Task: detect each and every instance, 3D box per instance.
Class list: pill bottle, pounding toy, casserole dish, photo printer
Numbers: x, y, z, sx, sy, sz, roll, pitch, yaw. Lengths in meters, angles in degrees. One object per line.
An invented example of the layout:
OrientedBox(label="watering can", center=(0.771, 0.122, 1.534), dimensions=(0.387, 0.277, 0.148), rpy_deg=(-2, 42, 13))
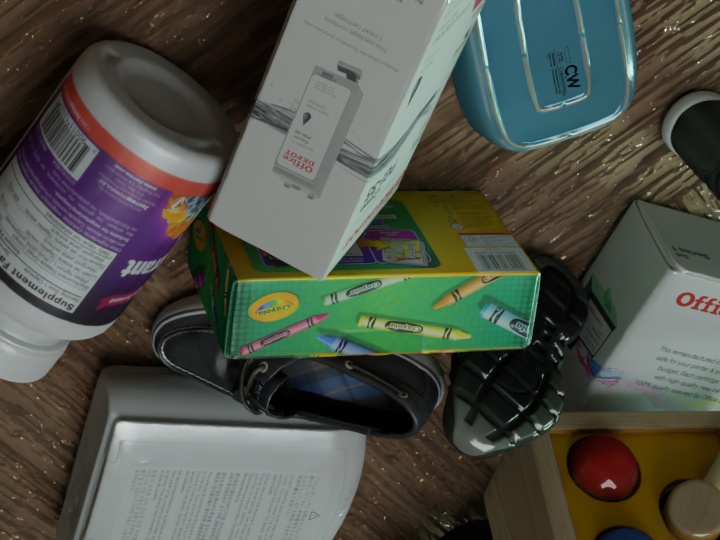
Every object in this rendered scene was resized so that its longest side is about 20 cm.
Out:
OrientedBox(label="pill bottle", center=(-0.170, -0.030, 1.241), dimensions=(0.111, 0.112, 0.200), rpy_deg=(23, 119, -32))
OrientedBox(label="pounding toy", center=(0.205, 0.162, 1.381), dimensions=(0.199, 0.185, 0.142), rpy_deg=(0, 142, -16))
OrientedBox(label="casserole dish", center=(0.114, -0.149, 1.283), dimensions=(0.121, 0.039, 0.200), rpy_deg=(-18, 133, -2))
OrientedBox(label="photo printer", center=(-0.098, 0.145, 1.438), dimensions=(0.199, 0.070, 0.167), rpy_deg=(4, 127, -21))

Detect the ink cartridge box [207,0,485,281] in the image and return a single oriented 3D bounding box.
OrientedBox(label="ink cartridge box", center=(0.002, -0.116, 1.193), dimensions=(0.083, 0.147, 0.200), rpy_deg=(28, 122, 6))

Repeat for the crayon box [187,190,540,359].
OrientedBox(label="crayon box", center=(0.000, 0.000, 1.311), dimensions=(0.199, 0.119, 0.058), rpy_deg=(-1, 118, -17))

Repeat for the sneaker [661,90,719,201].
OrientedBox(label="sneaker", center=(0.299, -0.052, 1.382), dimensions=(0.199, 0.099, 0.071), rpy_deg=(15, 121, -29))

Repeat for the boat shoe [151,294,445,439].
OrientedBox(label="boat shoe", center=(-0.047, 0.070, 1.345), dimensions=(0.199, 0.066, 0.070), rpy_deg=(15, 124, 7))

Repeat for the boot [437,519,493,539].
OrientedBox(label="boot", center=(0.170, 0.219, 1.578), dimensions=(0.168, 0.077, 0.200), rpy_deg=(11, 149, -44))

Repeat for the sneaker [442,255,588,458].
OrientedBox(label="sneaker", center=(0.095, 0.070, 1.371), dimensions=(0.075, 0.200, 0.079), rpy_deg=(43, 126, -4))

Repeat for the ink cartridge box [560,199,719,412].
OrientedBox(label="ink cartridge box", center=(0.215, 0.062, 1.460), dimensions=(0.144, 0.084, 0.200), rpy_deg=(13, 124, -26))
